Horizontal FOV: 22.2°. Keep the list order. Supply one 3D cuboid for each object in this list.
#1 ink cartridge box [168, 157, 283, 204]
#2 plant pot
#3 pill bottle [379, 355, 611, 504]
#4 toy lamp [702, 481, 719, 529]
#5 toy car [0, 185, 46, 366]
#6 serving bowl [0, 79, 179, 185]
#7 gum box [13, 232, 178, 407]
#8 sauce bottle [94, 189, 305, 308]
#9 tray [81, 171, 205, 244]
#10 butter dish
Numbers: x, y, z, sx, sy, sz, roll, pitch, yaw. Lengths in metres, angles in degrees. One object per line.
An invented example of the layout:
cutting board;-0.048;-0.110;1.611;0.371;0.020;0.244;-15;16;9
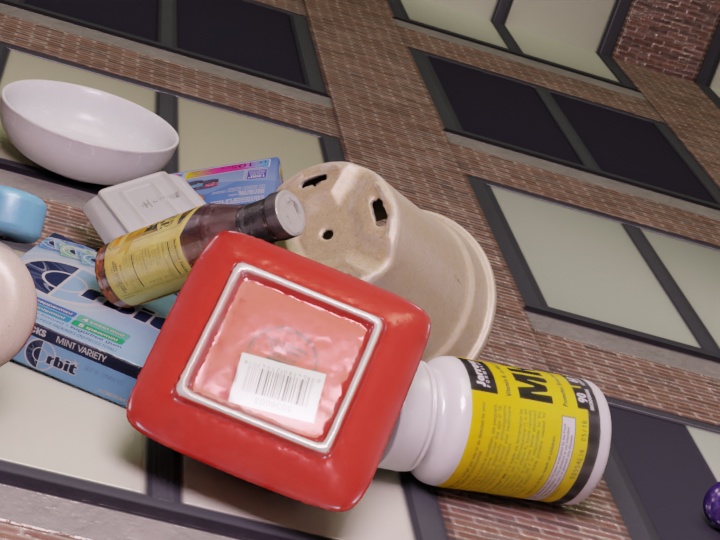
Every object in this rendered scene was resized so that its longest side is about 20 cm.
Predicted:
ink cartridge box;-0.142;-0.039;1.807;0.136;0.077;0.200;-10;22;3
plant pot;0.000;0.000;1.616;0.200;0.201;0.184;31;-10;30
pill bottle;0.105;0.135;1.583;0.200;0.115;0.114;11;21;-23
toy lamp;0.336;0.245;1.591;0.058;0.058;0.200;18;20;-3
toy car;-0.348;0.023;1.450;0.176;0.185;0.200;15;-9;-12
serving bowl;-0.305;-0.143;2.019;0.200;0.066;0.200;18;19;-6
gum box;-0.236;0.041;1.619;0.170;0.045;0.200;22;20;5
sauce bottle;-0.135;-0.021;1.556;0.200;0.066;0.066;-18;0;30
tray;-0.199;-0.056;1.744;0.107;0.022;0.200;-17;23;-14
butter dish;-0.069;0.101;1.487;0.200;0.148;0.200;22;60;4
